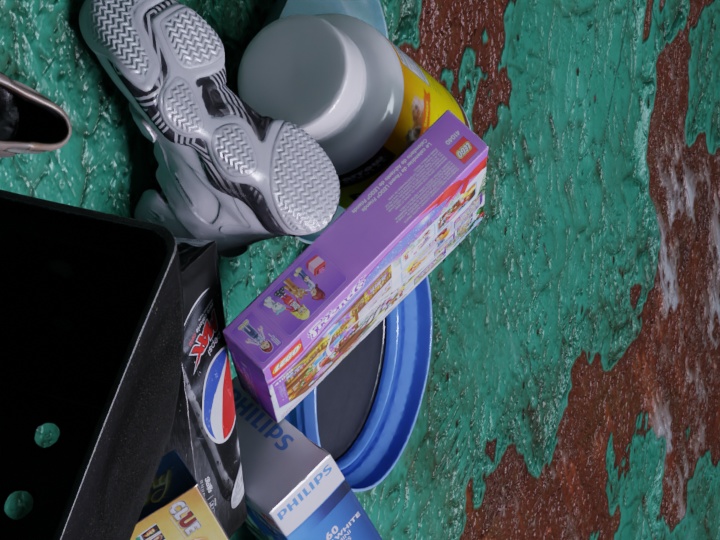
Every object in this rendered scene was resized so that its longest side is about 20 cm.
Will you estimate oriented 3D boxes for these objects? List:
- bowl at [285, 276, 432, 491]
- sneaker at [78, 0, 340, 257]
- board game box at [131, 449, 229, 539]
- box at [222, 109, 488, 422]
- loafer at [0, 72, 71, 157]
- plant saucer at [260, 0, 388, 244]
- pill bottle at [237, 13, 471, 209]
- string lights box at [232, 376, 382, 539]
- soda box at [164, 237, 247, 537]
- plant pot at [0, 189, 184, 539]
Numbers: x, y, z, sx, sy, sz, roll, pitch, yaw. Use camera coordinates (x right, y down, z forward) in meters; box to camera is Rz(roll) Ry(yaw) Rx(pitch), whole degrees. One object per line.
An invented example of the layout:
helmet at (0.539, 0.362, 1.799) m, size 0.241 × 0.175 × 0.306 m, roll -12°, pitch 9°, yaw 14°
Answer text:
bowl at (-0.005, 0.064, 1.679) m, size 0.200 × 0.039 × 0.202 m, roll -28°, pitch 121°, yaw -59°
sneaker at (-0.114, -0.083, 1.377) m, size 0.200 × 0.115 × 0.075 m, roll 44°, pitch 50°, yaw -18°
board game box at (-0.130, 0.211, 1.377) m, size 0.135 × 0.035 × 0.200 m, roll -32°, pitch 138°, yaw -9°
box at (0.000, 0.000, 1.429) m, size 0.200 × 0.039 × 0.137 m, roll -45°, pitch 167°, yaw -11°
loafer at (-0.221, -0.093, 1.155) m, size 0.200 × 0.063 × 0.072 m, roll 11°, pitch 87°, yaw -65°
plant saucer at (-0.033, -0.120, 1.584) m, size 0.200 × 0.027 × 0.201 m, roll -29°, pitch 123°, yaw -60°
pill bottle at (-0.005, -0.101, 1.485) m, size 0.200 × 0.109 × 0.110 m, roll 29°, pitch 71°, yaw -64°
string lights box at (-0.040, 0.167, 1.546) m, size 0.059 × 0.103 × 0.200 m, roll -44°, pitch 142°, yaw -12°
soda box at (-0.121, 0.081, 1.403) m, size 0.063 × 0.070 × 0.201 m, roll -48°, pitch 139°, yaw -56°
plant pot at (-0.196, 0.084, 1.132) m, size 0.178 × 0.199 × 0.201 m, roll 72°, pitch 34°, yaw -62°
